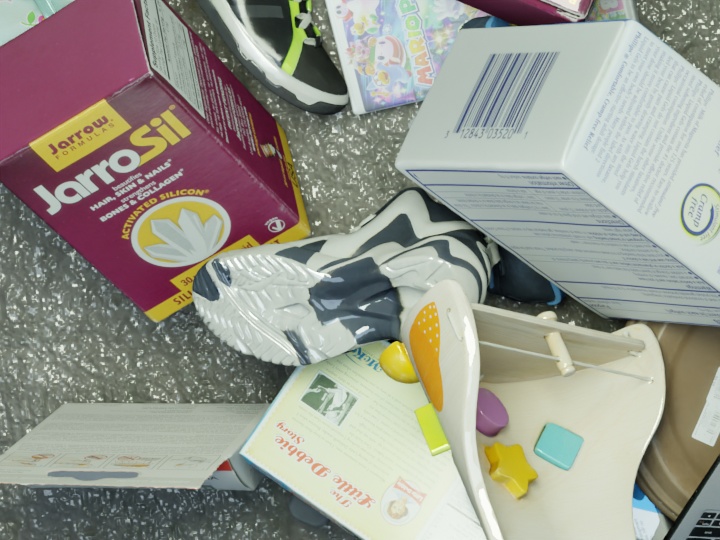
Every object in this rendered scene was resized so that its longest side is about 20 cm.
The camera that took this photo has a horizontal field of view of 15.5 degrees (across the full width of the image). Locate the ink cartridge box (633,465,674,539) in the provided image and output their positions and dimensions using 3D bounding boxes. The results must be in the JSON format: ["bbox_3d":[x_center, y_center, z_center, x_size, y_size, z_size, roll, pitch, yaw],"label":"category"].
[{"bbox_3d":[0.112,0.177,1.775,0.199,0.084,0.147,-17,99,15],"label":"ink cartridge box"}]

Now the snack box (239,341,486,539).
[{"bbox_3d":[0.034,0.128,1.711,0.199,0.037,0.116,33,82,17],"label":"snack box"}]

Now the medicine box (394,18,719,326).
[{"bbox_3d":[0.156,-0.055,1.600,0.200,0.182,0.103,34,75,-28],"label":"medicine box"}]

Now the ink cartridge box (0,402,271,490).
[{"bbox_3d":[-0.153,0.133,1.761,0.160,0.200,0.050,0,104,12],"label":"ink cartridge box"}]

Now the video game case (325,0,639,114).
[{"bbox_3d":[0.074,-0.192,1.731,0.199,0.018,0.144,-12,101,15],"label":"video game case"}]

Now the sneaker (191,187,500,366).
[{"bbox_3d":[0.000,0.000,1.710,0.198,0.130,0.080,-10,104,26],"label":"sneaker"}]

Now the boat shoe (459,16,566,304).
[{"bbox_3d":[0.084,-0.065,1.719,0.068,0.084,0.201,-4,110,26],"label":"boat shoe"}]

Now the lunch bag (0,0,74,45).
[{"bbox_3d":[-0.238,-0.180,1.768,0.160,0.077,0.201,-30,97,18],"label":"lunch bag"}]

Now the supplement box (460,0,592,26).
[{"bbox_3d":[0.114,-0.258,1.626,0.130,0.103,0.201,24,86,5],"label":"supplement box"}]

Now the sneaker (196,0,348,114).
[{"bbox_3d":[-0.063,-0.193,1.732,0.083,0.072,0.200,-39,93,16],"label":"sneaker"}]

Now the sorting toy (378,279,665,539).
[{"bbox_3d":[0.104,0.118,1.599,0.107,0.199,0.181,-32,61,34],"label":"sorting toy"}]

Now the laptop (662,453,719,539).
[{"bbox_3d":[0.285,0.225,1.688,0.186,0.116,0.201,4,135,-24],"label":"laptop"}]

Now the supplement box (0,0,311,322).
[{"bbox_3d":[-0.140,-0.078,1.705,0.130,0.104,0.200,-29,137,16],"label":"supplement box"}]

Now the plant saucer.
[{"bbox_3d":[0.259,0.079,1.709,0.199,0.029,0.202,-1,95,-12],"label":"plant saucer"}]

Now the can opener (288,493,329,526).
[{"bbox_3d":[0.009,0.085,1.792,0.066,0.053,0.201,27,107,4],"label":"can opener"}]
